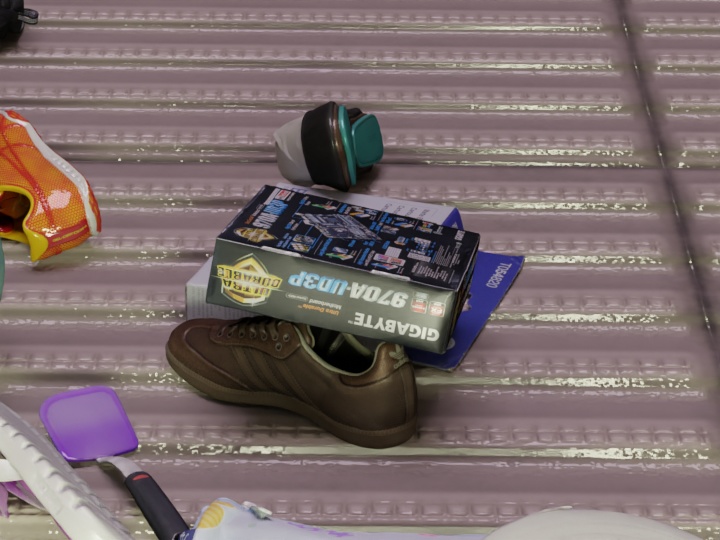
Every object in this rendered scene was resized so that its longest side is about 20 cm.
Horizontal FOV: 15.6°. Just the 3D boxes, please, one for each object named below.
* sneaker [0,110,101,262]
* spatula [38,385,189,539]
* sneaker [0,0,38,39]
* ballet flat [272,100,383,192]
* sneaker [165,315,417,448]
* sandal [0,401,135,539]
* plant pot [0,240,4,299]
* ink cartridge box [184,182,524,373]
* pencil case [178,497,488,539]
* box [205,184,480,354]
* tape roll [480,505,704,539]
[{"bbox_3d":[-0.269,-0.068,1.995,0.077,0.073,0.200,-23,30,-23],"label":"sneaker"},{"bbox_3d":[-0.146,0.126,1.637,0.056,0.021,0.200,-9,28,-24],"label":"spatula"},{"bbox_3d":[-0.366,-0.253,2.382,0.113,0.076,0.200,-12,34,-28],"label":"sneaker"},{"bbox_3d":[-0.028,-0.091,2.024,0.068,0.069,0.200,-10,-1,8],"label":"ballet flat"},{"bbox_3d":[-0.043,0.051,1.736,0.199,0.076,0.070,18,30,31],"label":"sneaker"},{"bbox_3d":[-0.206,0.127,1.595,0.050,0.082,0.202,-49,40,-2],"label":"sandal"},{"bbox_3d":[-0.321,-0.002,1.739,0.199,0.202,0.134,21,4,36],"label":"plant pot"},{"bbox_3d":[0.000,0.000,1.888,0.199,0.041,0.200,9,26,15],"label":"ink cartridge box"},{"bbox_3d":[-0.001,0.180,1.454,0.198,0.083,0.091,6,48,10],"label":"pencil case"},{"bbox_3d":[-0.007,-0.004,1.738,0.158,0.046,0.200,13,13,4],"label":"box"},{"bbox_3d":[0.110,0.229,1.214,0.201,0.140,0.203,12,41,-11],"label":"tape roll"}]
